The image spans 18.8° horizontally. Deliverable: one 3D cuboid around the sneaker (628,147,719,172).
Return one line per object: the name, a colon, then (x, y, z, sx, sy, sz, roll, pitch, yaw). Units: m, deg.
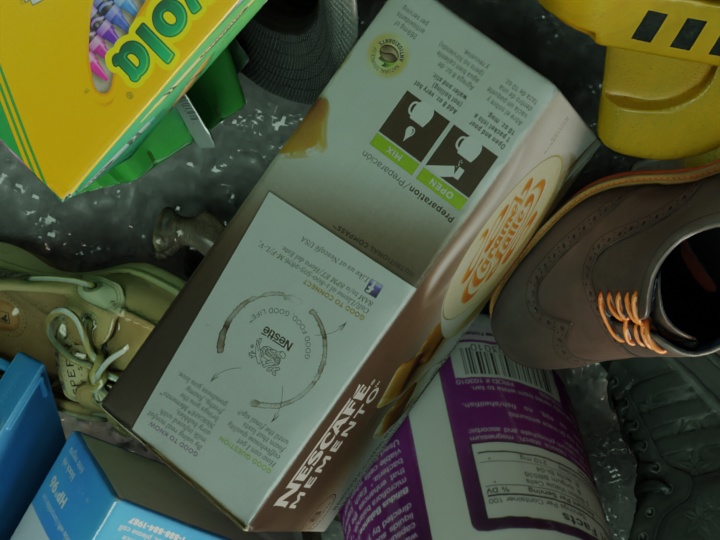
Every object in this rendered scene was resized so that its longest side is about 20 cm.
sneaker: (0.206, 0.009, 0.910, 0.090, 0.078, 0.200, -41, 103, 15)

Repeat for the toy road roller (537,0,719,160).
toy road roller: (0.163, -0.116, 0.845, 0.198, 0.123, 0.147, 12, 130, 11)

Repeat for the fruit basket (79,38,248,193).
fruit basket: (-0.128, -0.134, 0.902, 0.093, 0.185, 0.201, -28, 98, -19)

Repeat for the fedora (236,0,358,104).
fedora: (-0.030, -0.176, 0.864, 0.090, 0.177, 0.201, -33, 109, -20)

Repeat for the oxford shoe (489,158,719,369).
oxford shoe: (0.113, 0.002, 0.849, 0.071, 0.073, 0.199, 52, 137, -9)

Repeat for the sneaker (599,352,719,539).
sneaker: (0.135, 0.092, 0.913, 0.199, 0.060, 0.104, 38, 83, 28)

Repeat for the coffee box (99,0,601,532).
coffee box: (0.000, 0.000, 0.855, 0.080, 0.114, 0.201, 36, 92, 17)

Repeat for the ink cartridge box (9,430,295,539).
ink cartridge box: (-0.121, 0.185, 0.962, 0.116, 0.068, 0.201, 26, 100, -33)

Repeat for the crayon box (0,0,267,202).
crayon box: (-0.078, -0.136, 0.766, 0.119, 0.058, 0.200, 45, 117, 0)

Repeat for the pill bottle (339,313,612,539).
pill bottle: (0.051, 0.121, 0.909, 0.111, 0.201, 0.113, -5, 132, -6)

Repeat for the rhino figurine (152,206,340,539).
rhino figurine: (-0.041, 0.063, 1.009, 0.087, 0.060, 0.202, 4, 116, 17)

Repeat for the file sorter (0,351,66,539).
file sorter: (-0.219, 0.104, 0.982, 0.122, 0.139, 0.200, 28, 160, 8)

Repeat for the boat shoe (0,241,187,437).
boat shoe: (-0.135, 0.034, 0.981, 0.199, 0.062, 0.074, 9, 113, 40)
